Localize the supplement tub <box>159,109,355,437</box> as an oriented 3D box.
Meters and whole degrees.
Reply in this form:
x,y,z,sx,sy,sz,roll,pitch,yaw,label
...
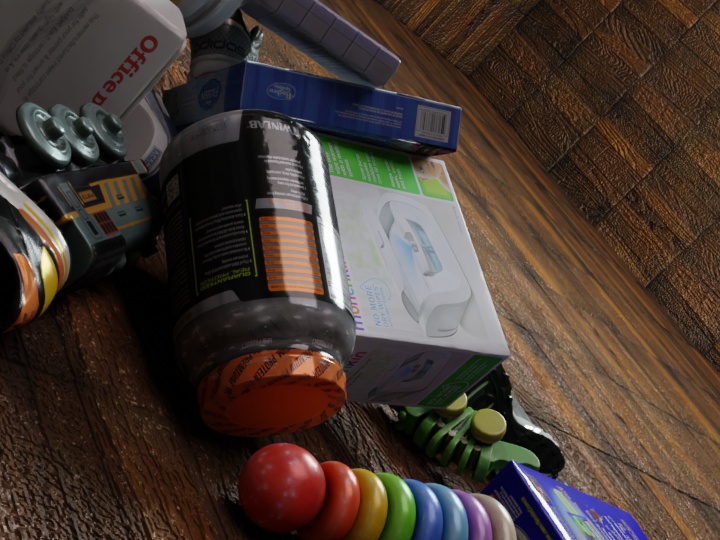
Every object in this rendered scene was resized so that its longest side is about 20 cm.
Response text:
x,y,z,sx,sy,sz,roll,pitch,yaw,label
-0.070,0.003,0.835,0.122,0.122,0.201,28,44,-47,supplement tub

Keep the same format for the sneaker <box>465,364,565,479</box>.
x,y,z,sx,sy,sz,roll,pitch,yaw,label
0.111,0.129,1.140,0.200,0.074,0.079,53,-5,-32,sneaker

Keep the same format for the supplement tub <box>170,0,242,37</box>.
x,y,z,sx,sy,sz,roll,pitch,yaw,label
-0.195,-0.294,1.028,0.200,0.145,0.146,27,23,-49,supplement tub

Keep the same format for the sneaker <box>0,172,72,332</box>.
x,y,z,sx,sy,sz,roll,pitch,yaw,label
-0.247,-0.044,0.671,0.200,0.070,0.090,42,13,-14,sneaker

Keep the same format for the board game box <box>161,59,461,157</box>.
x,y,z,sx,sy,sz,roll,pitch,yaw,label
-0.049,-0.130,1.066,0.199,0.044,0.199,8,-3,-27,board game box

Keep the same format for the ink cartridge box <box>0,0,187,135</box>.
x,y,z,sx,sy,sz,roll,pitch,yaw,label
-0.250,-0.190,0.906,0.200,0.147,0.083,37,14,-28,ink cartridge box

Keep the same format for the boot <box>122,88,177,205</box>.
x,y,z,sx,sy,sz,roll,pitch,yaw,label
-0.197,-0.126,1.052,0.090,0.073,0.200,48,9,-50,boot

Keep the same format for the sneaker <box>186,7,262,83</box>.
x,y,z,sx,sy,sz,roll,pitch,yaw,label
-0.124,-0.196,1.172,0.073,0.088,0.200,5,-6,1,sneaker

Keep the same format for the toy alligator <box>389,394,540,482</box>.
x,y,z,sx,sy,sz,roll,pitch,yaw,label
0.058,0.130,1.051,0.200,0.059,0.054,31,45,17,toy alligator

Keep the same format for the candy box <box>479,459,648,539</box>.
x,y,z,sx,sy,sz,roll,pitch,yaw,label
0.192,0.260,0.998,0.200,0.077,0.169,29,21,-42,candy box

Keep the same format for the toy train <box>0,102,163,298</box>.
x,y,z,sx,sy,sz,roll,pitch,yaw,label
-0.193,-0.046,0.816,0.114,0.085,0.200,58,12,-2,toy train

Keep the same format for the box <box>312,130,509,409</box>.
x,y,z,sx,sy,sz,roll,pitch,yaw,label
0.000,0.000,0.989,0.176,0.097,0.201,11,50,-35,box

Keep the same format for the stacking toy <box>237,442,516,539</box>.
x,y,z,sx,sy,sz,roll,pitch,yaw,label
0.006,0.163,0.790,0.200,0.085,0.085,25,23,-34,stacking toy

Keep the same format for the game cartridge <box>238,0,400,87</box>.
x,y,z,sx,sy,sz,roll,pitch,yaw,label
-0.037,-0.203,1.045,0.129,0.038,0.200,29,4,-13,game cartridge
